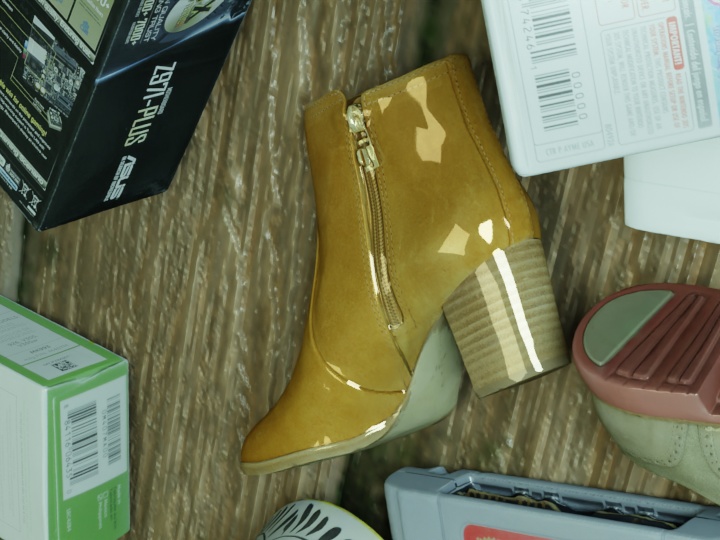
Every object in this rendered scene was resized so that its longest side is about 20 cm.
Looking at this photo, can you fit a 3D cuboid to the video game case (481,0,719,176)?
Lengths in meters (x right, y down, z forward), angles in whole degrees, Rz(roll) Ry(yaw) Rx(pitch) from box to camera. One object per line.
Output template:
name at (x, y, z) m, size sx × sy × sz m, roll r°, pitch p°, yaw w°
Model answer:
video game case at (0.117, -0.143, 0.594) m, size 0.180 × 0.024 × 0.202 m, roll -11°, pitch 106°, yaw 2°

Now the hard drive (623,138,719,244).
hard drive at (0.148, -0.106, 0.672) m, size 0.131 × 0.027 × 0.202 m, roll 12°, pitch 114°, yaw 41°

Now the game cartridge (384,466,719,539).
game cartridge at (0.095, 0.158, 0.815) m, size 0.199 × 0.041 × 0.134 m, roll 3°, pitch 111°, yaw 44°

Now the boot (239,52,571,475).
boot at (0.000, 0.000, 0.836) m, size 0.200 × 0.070 × 0.145 m, roll -28°, pitch 79°, yaw 43°

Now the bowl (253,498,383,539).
bowl at (-0.034, 0.215, 0.891) m, size 0.200 × 0.094 × 0.203 m, roll 32°, pitch 130°, yaw 49°

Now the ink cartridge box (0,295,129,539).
ink cartridge box at (-0.211, 0.071, 1.067) m, size 0.199 × 0.059 × 0.105 m, roll 21°, pitch 119°, yaw 38°

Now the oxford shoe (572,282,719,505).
oxford shoe at (0.172, 0.061, 0.696) m, size 0.199 × 0.071 × 0.075 m, roll 19°, pitch 144°, yaw 37°

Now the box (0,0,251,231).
box at (-0.153, -0.150, 0.909) m, size 0.200 × 0.086 × 0.164 m, roll 47°, pitch 132°, yaw 22°
